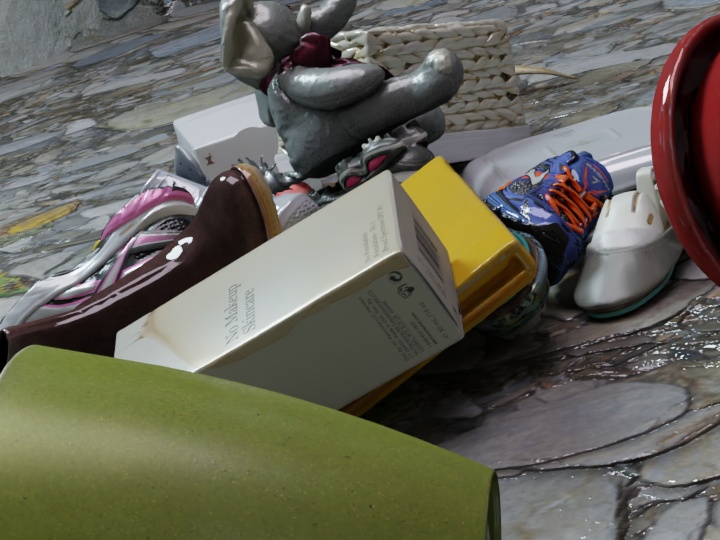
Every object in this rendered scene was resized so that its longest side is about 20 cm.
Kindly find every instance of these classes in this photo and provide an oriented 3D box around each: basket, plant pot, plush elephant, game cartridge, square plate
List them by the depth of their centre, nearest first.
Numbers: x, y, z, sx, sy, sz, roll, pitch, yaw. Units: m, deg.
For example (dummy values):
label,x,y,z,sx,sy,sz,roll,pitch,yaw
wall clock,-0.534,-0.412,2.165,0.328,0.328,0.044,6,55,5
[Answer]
label,x,y,z,sx,sy,sz,roll,pitch,yaw
plant pot,-0.044,0.128,0.870,0.200,0.187,0.187,1,17,8
plant pot,0.281,-0.072,1.192,0.182,0.201,0.200,-15,11,45
game cartridge,0.013,0.015,1.318,0.176,0.032,0.200,-38,20,3
plush elephant,-0.036,-0.156,1.625,0.200,0.155,0.165,-24,-9,-2
square plate,0.183,-0.092,1.700,0.200,0.028,0.198,-16,15,-2
basket,0.033,-0.150,1.809,0.200,0.124,0.135,-12,7,-44

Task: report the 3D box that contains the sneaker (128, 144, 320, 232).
label,x,y,z,sx,sy,sz,roll,pitch,yaw
sneaker,-0.106,-0.038,1.539,0.075,0.115,0.200,-53,8,-20

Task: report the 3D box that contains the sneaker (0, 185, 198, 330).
label,x,y,z,sx,sy,sz,roll,pitch,yaw
sneaker,-0.174,0.035,1.437,0.200,0.086,0.080,-47,-31,9

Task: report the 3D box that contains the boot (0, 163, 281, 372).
label,x,y,z,sx,sy,sz,roll,pitch,yaw
boot,-0.140,0.028,1.289,0.166,0.200,0.072,-10,43,-31

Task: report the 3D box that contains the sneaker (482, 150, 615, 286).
label,x,y,z,sx,sy,sz,roll,pitch,yaw
sneaker,0.135,-0.048,1.428,0.078,0.075,0.200,-38,8,11

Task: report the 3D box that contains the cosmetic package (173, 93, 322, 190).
label,x,y,z,sx,sy,sz,roll,pitch,yaw
cosmetic package,-0.109,-0.109,1.970,0.108,0.085,0.200,-18,15,-5

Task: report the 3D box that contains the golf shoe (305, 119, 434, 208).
label,x,y,z,sx,sy,sz,roll,pitch,yaw
golf shoe,0.001,-0.037,1.612,0.077,0.088,0.200,-29,-4,-32

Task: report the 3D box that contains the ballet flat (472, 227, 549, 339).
label,x,y,z,sx,sy,sz,roll,pitch,yaw
ballet flat,0.087,0.008,1.340,0.074,0.074,0.200,-18,21,-7

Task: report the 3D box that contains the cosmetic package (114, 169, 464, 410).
label,x,y,z,sx,sy,sz,roll,pitch,yaw
cosmetic package,-0.044,0.037,1.216,0.200,0.073,0.104,-30,28,12

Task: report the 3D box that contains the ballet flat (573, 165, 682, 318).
label,x,y,z,sx,sy,sz,roll,pitch,yaw
ballet flat,0.188,-0.031,1.389,0.067,0.064,0.200,-7,17,32

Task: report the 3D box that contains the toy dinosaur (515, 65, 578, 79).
label,x,y,z,sx,sy,sz,roll,pitch,yaw
toy dinosaur,0.110,-0.195,2.110,0.200,0.058,0.101,-7,16,33

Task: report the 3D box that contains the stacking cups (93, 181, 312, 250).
label,x,y,z,sx,sy,sz,roll,pitch,yaw
stacking cups,-0.125,-0.032,1.741,0.200,0.061,0.060,-25,16,-30
